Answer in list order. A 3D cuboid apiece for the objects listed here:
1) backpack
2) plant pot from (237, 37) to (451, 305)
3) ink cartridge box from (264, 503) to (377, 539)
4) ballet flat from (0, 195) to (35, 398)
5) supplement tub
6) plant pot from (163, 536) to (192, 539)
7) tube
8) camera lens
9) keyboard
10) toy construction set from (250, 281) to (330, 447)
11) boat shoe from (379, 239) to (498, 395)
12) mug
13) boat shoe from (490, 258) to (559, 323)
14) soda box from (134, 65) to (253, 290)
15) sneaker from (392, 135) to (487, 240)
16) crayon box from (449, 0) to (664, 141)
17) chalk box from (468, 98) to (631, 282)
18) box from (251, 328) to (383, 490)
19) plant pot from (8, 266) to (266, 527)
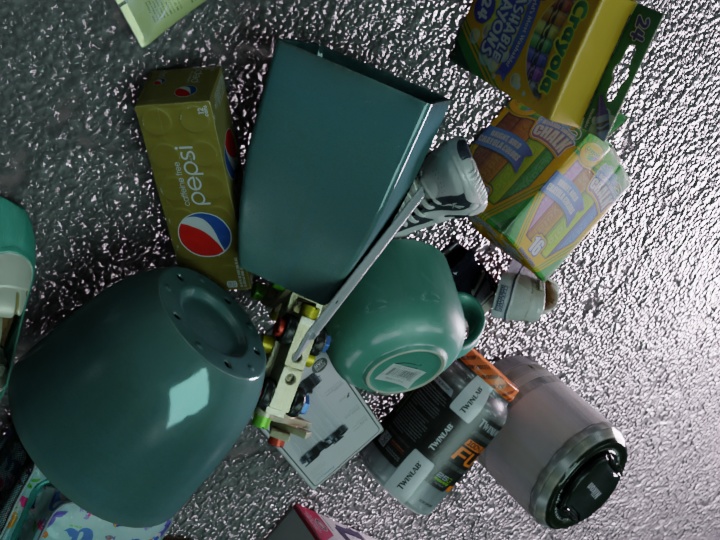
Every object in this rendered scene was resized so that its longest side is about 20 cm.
[{"bbox_3d":[-0.293,0.252,0.945,0.176,0.151,0.201,23,109,-45],"label":"backpack"},{"bbox_3d":[-0.025,-0.083,0.862,0.141,0.140,0.203,-42,154,-73],"label":"plant pot"},{"bbox_3d":[-0.019,0.405,1.251,0.085,0.145,0.200,-49,136,3],"label":"ink cartridge box"},{"bbox_3d":[-0.315,0.038,0.825,0.067,0.070,0.202,3,117,-37],"label":"ballet flat"},{"bbox_3d":[0.102,0.197,1.215,0.201,0.122,0.122,-50,136,4],"label":"supplement tub"},{"bbox_3d":[-0.214,0.445,1.091,0.185,0.200,0.189,-20,130,-26],"label":"plant pot"},{"bbox_3d":[-0.115,-0.268,0.786,0.199,0.058,0.052,-35,177,-8],"label":"tube"},{"bbox_3d":[0.243,0.230,1.283,0.158,0.200,0.162,-22,133,-27],"label":"camera lens"},{"bbox_3d":[0.000,0.000,0.863,0.201,0.011,0.056,-52,-179,-34],"label":"keyboard"},{"bbox_3d":[-0.076,0.081,0.953,0.091,0.131,0.204,5,94,-22],"label":"toy construction set"},{"bbox_3d":[0.074,0.051,1.138,0.200,0.074,0.093,-44,130,-15],"label":"boat shoe"},{"bbox_3d":[0.050,0.055,1.013,0.182,0.116,0.153,-13,146,-2],"label":"mug"},{"bbox_3d":[0.203,0.029,1.147,0.200,0.069,0.072,-11,117,-76],"label":"boat shoe"},{"bbox_3d":[-0.143,-0.078,0.863,0.067,0.064,0.202,-3,128,6],"label":"soda box"},{"bbox_3d":[0.047,-0.073,0.968,0.128,0.199,0.081,-23,97,-7],"label":"sneaker"},{"bbox_3d":[0.181,-0.225,0.926,0.051,0.200,0.127,5,117,-38],"label":"crayon box"},{"bbox_3d":[0.212,-0.116,1.082,0.201,0.124,0.124,-49,136,1],"label":"chalk box"},{"bbox_3d":[-0.063,0.153,1.103,0.116,0.060,0.201,-40,135,-8],"label":"box"},{"bbox_3d":[-0.179,0.096,0.849,0.161,0.202,0.200,-42,138,18],"label":"plant pot"}]
